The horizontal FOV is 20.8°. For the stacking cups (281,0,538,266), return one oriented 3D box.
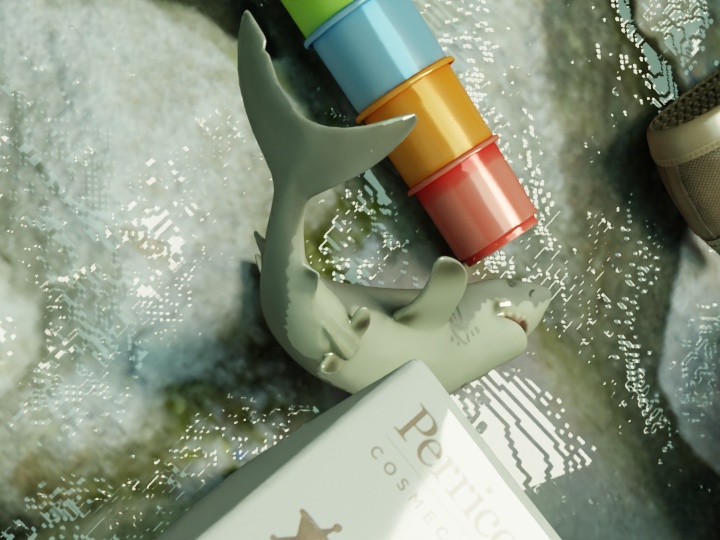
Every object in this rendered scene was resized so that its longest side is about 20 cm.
[{"bbox_3d":[0.005,-0.093,0.841,0.060,0.060,0.201,-30,88,-29],"label":"stacking cups"}]

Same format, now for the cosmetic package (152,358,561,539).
[{"bbox_3d":[-0.029,0.168,0.673,0.200,0.166,0.168,-39,90,-30],"label":"cosmetic package"}]

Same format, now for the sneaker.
[{"bbox_3d":[0.217,-0.077,0.936,0.200,0.070,0.076,-31,106,-26],"label":"sneaker"}]

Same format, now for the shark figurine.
[{"bbox_3d":[-0.017,0.002,0.775,0.128,0.214,0.089,-47,53,-2],"label":"shark figurine"}]
